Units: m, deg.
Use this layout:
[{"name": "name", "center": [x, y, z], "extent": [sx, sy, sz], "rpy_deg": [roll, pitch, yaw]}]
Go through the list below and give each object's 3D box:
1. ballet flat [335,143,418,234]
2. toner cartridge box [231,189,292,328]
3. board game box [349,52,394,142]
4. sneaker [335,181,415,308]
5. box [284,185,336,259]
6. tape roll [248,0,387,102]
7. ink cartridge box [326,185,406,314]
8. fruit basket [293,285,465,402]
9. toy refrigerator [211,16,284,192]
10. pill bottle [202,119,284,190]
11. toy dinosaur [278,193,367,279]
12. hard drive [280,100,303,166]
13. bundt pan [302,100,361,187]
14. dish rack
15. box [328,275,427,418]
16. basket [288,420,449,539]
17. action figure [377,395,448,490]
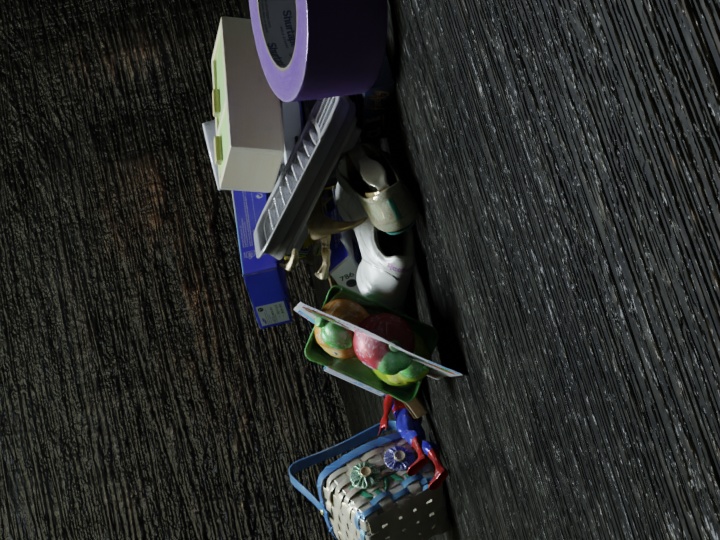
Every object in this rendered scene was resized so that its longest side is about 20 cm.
[{"name": "ballet flat", "center": [0.013, -0.106, 1.574], "extent": [0.063, 0.067, 0.200], "rpy_deg": [61, 175, -31]}, {"name": "toner cartridge box", "center": [-0.121, -0.037, 1.744], "extent": [0.096, 0.043, 0.201], "rpy_deg": [78, 180, -45]}, {"name": "board game box", "center": [-0.006, -0.259, 1.576], "extent": [0.136, 0.034, 0.202], "rpy_deg": [92, 164, -71]}, {"name": "sneaker", "center": [0.027, -0.060, 1.638], "extent": [0.100, 0.074, 0.201], "rpy_deg": [114, 148, -49]}, {"name": "box", "center": [-0.043, -0.075, 1.858], "extent": [0.200, 0.069, 0.065], "rpy_deg": [-50, -50, -66]}, {"name": "tape roll", "center": [-0.046, -0.273, 1.457], "extent": [0.200, 0.084, 0.202], "rpy_deg": [170, 90, -72]}, {"name": "ink cartridge box", "center": [0.000, 0.000, 1.747], "extent": [0.100, 0.039, 0.201], "rpy_deg": [-98, -19, -47]}, {"name": "fruit basket", "center": [0.012, 0.082, 1.544], "extent": [0.200, 0.184, 0.095], "rpy_deg": [-168, 102, -86]}, {"name": "toy refrigerator", "center": [-0.134, -0.193, 1.677], "extent": [0.076, 0.069, 0.202], "rpy_deg": [113, 155, -51]}, {"name": "pill bottle", "center": [-0.109, -0.177, 1.987], "extent": [0.116, 0.198, 0.117], "rpy_deg": [167, 90, -84]}, {"name": "toy dinosaur", "center": [-0.052, -0.046, 1.646], "extent": [0.200, 0.058, 0.102], "rpy_deg": [-138, 59, -69]}, {"name": "hard drive", "center": [-0.089, -0.218, 1.751], "extent": [0.133, 0.025, 0.201], "rpy_deg": [87, 174, -46]}, {"name": "bundt pan", "center": [-0.038, -0.200, 1.799], "extent": [0.202, 0.075, 0.204], "rpy_deg": [171, 90, -85]}, {"name": "dish rack", "center": [-0.055, -0.107, 1.593], "extent": [0.201, 0.043, 0.172], "rpy_deg": [-62, 12, 9]}, {"name": "box", "center": [0.016, 0.072, 1.844], "extent": [0.201, 0.021, 0.164], "rpy_deg": [54, -169, -32]}, {"name": "basket", "center": [0.020, 0.281, 1.927], "extent": [0.200, 0.175, 0.140], "rpy_deg": [35, 144, 54]}, {"name": "action figure", "center": [0.059, 0.196, 1.866], "extent": [0.065, 0.052, 0.201], "rpy_deg": [30, -156, -29]}]
